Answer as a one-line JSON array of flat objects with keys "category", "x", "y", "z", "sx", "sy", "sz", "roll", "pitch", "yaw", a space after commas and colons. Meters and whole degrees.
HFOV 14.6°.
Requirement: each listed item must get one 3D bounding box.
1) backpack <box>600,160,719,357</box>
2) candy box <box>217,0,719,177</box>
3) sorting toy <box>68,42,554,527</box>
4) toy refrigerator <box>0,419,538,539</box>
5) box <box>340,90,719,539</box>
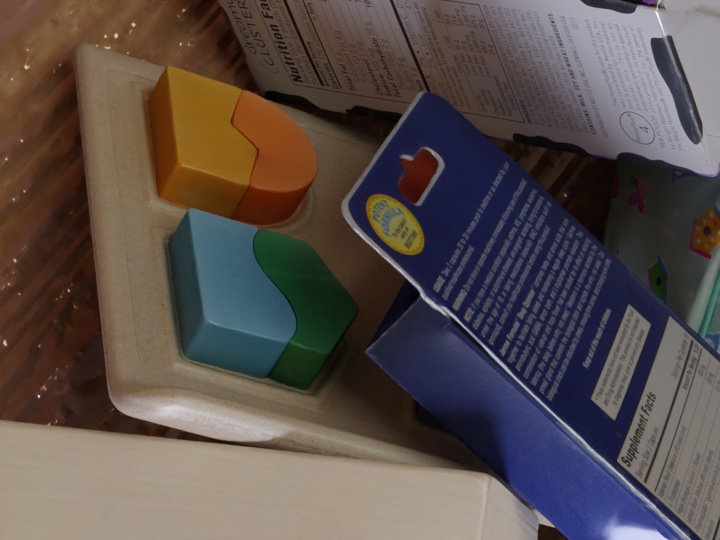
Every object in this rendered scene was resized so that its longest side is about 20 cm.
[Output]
[{"category": "backpack", "x": 0.149, "y": 0.000, "z": 0.980, "sx": 0.126, "sy": 0.167, "sz": 0.201, "roll": 12, "pitch": 105, "yaw": -7}, {"category": "candy box", "x": 0.072, "y": -0.122, "z": 0.944, "sx": 0.168, "sy": 0.199, "sz": 0.072, "roll": -48, "pitch": 131, "yaw": -29}, {"category": "sorting toy", "x": 0.000, "y": 0.000, "z": 0.910, "sx": 0.184, "sy": 0.037, "sz": 0.200, "roll": 16, "pitch": 32, "yaw": -23}, {"category": "toy refrigerator", "x": -0.053, "y": 0.094, "z": 0.844, "sx": 0.199, "sy": 0.070, "sz": 0.076, "roll": 4, "pitch": 74, "yaw": 19}, {"category": "box", "x": 0.072, "y": 0.037, "z": 0.859, "sx": 0.200, "sy": 0.032, "sz": 0.121, "roll": 44, "pitch": 26, "yaw": -5}]
